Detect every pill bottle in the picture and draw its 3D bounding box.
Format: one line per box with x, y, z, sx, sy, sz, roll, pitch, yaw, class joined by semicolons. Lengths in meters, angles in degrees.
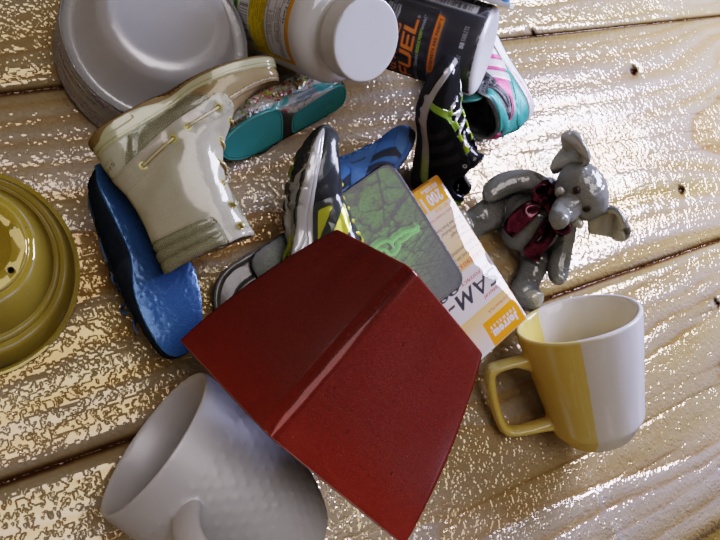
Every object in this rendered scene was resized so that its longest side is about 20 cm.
0.060;-0.291;0.978;0.196;0.107;0.108;20;62;13;pill bottle
-0.051;-0.269;0.878;0.111;0.199;0.115;-18;123;-31;pill bottle

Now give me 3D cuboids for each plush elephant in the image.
0.241;-0.073;1.006;0.200;0.154;0.166;-42;95;-30;plush elephant

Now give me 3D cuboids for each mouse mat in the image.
0.000;0.000;0.872;0.198;0.008;0.163;-35;93;-15;mouse mat

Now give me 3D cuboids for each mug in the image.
0.257;0.129;0.975;0.149;0.183;0.157;-40;118;-58;mug
-0.115;0.212;0.711;0.175;0.200;0.148;41;94;-18;mug

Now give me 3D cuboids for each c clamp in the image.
-0.051;0.038;0.866;0.197;0.027;0.174;-25;95;-15;c clamp

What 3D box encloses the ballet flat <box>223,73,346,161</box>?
-0.101;-0.183;0.922;0.064;0.077;0.198;41;50;23;ballet flat

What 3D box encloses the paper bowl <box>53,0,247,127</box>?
-0.215;-0.243;0.851;0.197;0.104;0.206;8;72;-26;paper bowl

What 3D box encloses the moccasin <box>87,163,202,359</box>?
-0.212;-0.009;0.802;0.079;0.068;0.204;-15;82;-38;moccasin

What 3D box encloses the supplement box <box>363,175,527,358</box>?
0.088;0.011;0.947;0.125;0.073;0.202;-35;92;-30;supplement box

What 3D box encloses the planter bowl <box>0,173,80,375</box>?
-0.346;-0.011;0.720;0.196;0.083;0.205;8;71;-24;planter bowl

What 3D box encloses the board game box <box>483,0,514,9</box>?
0.075;-0.367;0.987;0.195;0.201;0.026;12;112;-11;board game box

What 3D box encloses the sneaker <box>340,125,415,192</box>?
-0.005;-0.116;0.944;0.078;0.066;0.201;40;61;-6;sneaker

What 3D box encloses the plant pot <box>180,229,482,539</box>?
-0.010;0.084;0.736;0.177;0.199;0.200;-49;125;-10;plant pot

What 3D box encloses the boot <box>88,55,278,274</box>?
-0.138;-0.104;0.783;0.198;0.072;0.157;-31;93;-19;boot

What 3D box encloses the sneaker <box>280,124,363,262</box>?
-0.035;-0.044;0.834;0.083;0.074;0.205;7;90;-20;sneaker

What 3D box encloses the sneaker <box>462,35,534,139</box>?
0.136;-0.250;1.053;0.201;0.083;0.121;51;50;-6;sneaker

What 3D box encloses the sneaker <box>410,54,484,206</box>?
0.111;-0.158;0.946;0.081;0.202;0.072;23;55;17;sneaker
